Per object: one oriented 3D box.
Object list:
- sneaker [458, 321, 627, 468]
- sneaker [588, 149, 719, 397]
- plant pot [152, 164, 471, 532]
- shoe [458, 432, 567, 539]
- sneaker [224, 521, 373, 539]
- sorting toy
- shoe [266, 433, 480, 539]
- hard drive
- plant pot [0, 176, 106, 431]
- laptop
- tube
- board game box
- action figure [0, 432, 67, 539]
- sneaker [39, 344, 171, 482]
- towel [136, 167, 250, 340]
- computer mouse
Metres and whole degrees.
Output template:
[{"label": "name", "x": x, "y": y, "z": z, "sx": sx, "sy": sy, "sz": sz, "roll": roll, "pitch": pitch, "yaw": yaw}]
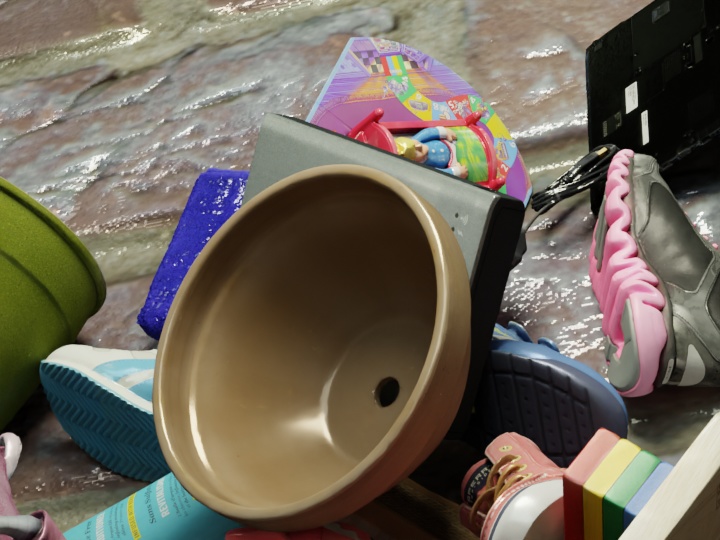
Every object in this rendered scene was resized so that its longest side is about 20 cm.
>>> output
[{"label": "sneaker", "x": 0.083, "y": 0.065, "z": 1.469, "sx": 0.199, "sy": 0.075, "sz": 0.082, "roll": 12, "pitch": 24, "yaw": 43}, {"label": "sneaker", "x": 0.190, "y": 0.003, "z": 1.519, "sx": 0.094, "sy": 0.079, "sz": 0.201, "roll": 3, "pitch": 41, "yaw": -4}, {"label": "plant pot", "x": -0.009, "y": 0.053, "z": 1.365, "sx": 0.200, "sy": 0.093, "sz": 0.202, "roll": -20, "pitch": 55, "yaw": 32}, {"label": "shoe", "x": 0.084, "y": 0.129, "z": 1.312, "sx": 0.091, "sy": 0.200, "sz": 0.072, "roll": 29, "pitch": 93, "yaw": 25}, {"label": "sneaker", "x": -0.005, "y": 0.176, "z": 1.308, "sx": 0.200, "sy": 0.086, "sz": 0.074, "roll": 15, "pitch": 89, "yaw": 53}, {"label": "sorting toy", "x": 0.106, "y": 0.186, "z": 1.221, "sx": 0.069, "sy": 0.200, "sz": 0.200, "roll": 27, "pitch": 58, "yaw": 26}, {"label": "shoe", "x": -0.011, "y": 0.125, "z": 1.434, "sx": 0.199, "sy": 0.054, "sz": 0.070, "roll": 35, "pitch": 33, "yaw": 28}, {"label": "hard drive", "x": 0.000, "y": 0.000, "z": 1.469, "sx": 0.199, "sy": 0.033, "sz": 0.141, "roll": 22, "pitch": 101, "yaw": 45}, {"label": "plant pot", "x": -0.291, "y": 0.052, "z": 1.604, "sx": 0.199, "sy": 0.201, "sz": 0.194, "roll": 8, "pitch": 60, "yaw": 32}, {"label": "laptop", "x": 0.254, "y": -0.117, "z": 1.662, "sx": 0.199, "sy": 0.103, "sz": 0.178, "roll": -34, "pitch": 31, "yaw": 28}, {"label": "tube", "x": -0.141, "y": 0.165, "z": 1.491, "sx": 0.199, "sy": 0.050, "sz": 0.078, "roll": -30, "pitch": 31, "yaw": 13}, {"label": "board game box", "x": 0.041, "y": -0.066, "z": 1.594, "sx": 0.039, "sy": 0.158, "sz": 0.201, "roll": -39, "pitch": 18, "yaw": 48}, {"label": "action figure", "x": -0.196, "y": 0.188, "z": 1.441, "sx": 0.199, "sy": 0.135, "sz": 0.148, "roll": 23, "pitch": 18, "yaw": 31}, {"label": "sneaker", "x": -0.108, "y": 0.081, "z": 1.563, "sx": 0.199, "sy": 0.077, "sz": 0.081, "roll": 12, "pitch": 42, "yaw": 27}, {"label": "towel", "x": -0.037, "y": -0.015, "z": 1.651, "sx": 0.198, "sy": 0.050, "sz": 0.148, "roll": -2, "pitch": 42, "yaw": 24}, {"label": "computer mouse", "x": 0.095, "y": -0.032, "z": 1.570, "sx": 0.058, "sy": 0.034, "sz": 0.200, "roll": -17, "pitch": 17, "yaw": 50}]
